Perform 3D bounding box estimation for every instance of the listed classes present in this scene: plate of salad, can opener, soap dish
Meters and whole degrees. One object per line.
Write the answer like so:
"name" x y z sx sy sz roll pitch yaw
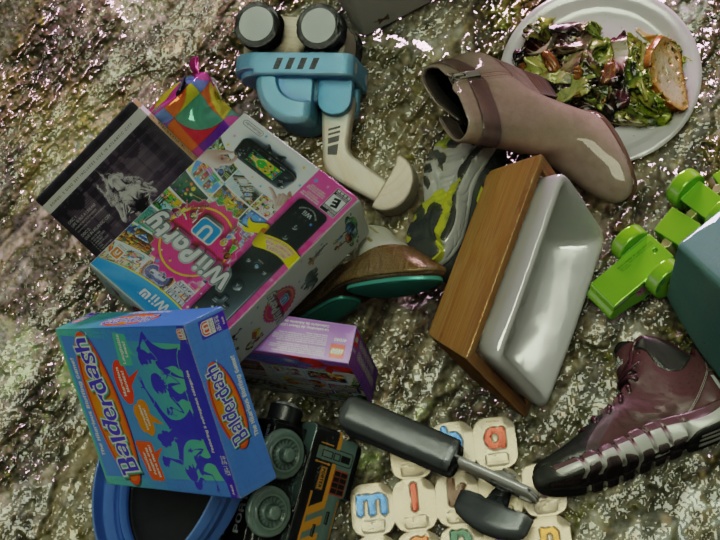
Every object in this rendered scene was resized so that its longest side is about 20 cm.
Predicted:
"plate of salad" 0.237 -0.199 1.455 0.200 0.048 0.200 -3 71 9
"can opener" 0.067 0.182 1.331 0.200 0.053 0.067 21 75 17
"soap dish" 0.143 0.014 1.345 0.081 0.157 0.200 13 73 31

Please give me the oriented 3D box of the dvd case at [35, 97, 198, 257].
"dvd case" -0.191 -0.047 1.404 0.200 0.016 0.149 44 114 -12

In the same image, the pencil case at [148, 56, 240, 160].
"pencil case" -0.122 -0.105 1.418 0.088 0.088 0.200 -43 105 -7

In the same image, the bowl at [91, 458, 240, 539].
"bowl" -0.172 0.181 1.341 0.200 0.039 0.201 -27 51 38

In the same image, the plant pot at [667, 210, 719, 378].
"plant pot" 0.376 0.038 1.291 0.141 0.141 0.200 -37 61 -20

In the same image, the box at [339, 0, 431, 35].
"box" 0.034 -0.385 1.472 0.200 0.199 0.171 -27 69 0

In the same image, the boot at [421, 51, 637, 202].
"boot" 0.149 -0.131 1.365 0.146 0.070 0.200 -5 43 -38

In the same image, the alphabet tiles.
"alphabet tiles" 0.092 0.235 1.344 0.200 0.015 0.196 -8 70 7

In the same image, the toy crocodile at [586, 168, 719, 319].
"toy crocodile" 0.298 -0.029 1.382 0.200 0.062 0.068 -44 56 -4

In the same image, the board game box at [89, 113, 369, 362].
"board game box" -0.115 -0.021 1.305 0.147 0.064 0.200 38 75 23

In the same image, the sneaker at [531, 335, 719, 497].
"sneaker" 0.234 0.126 1.335 0.200 0.076 0.116 -18 63 -8

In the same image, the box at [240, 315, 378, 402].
"box" -0.092 0.076 1.366 0.200 0.137 0.039 8 71 12

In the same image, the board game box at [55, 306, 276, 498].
"board game box" -0.169 0.110 1.242 0.045 0.200 0.152 -26 104 -39

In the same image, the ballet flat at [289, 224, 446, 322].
"ballet flat" 0.000 0.000 1.372 0.200 0.068 0.072 -24 63 47

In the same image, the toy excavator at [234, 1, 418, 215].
"toy excavator" -0.033 -0.158 1.472 0.194 0.100 0.200 3 84 13

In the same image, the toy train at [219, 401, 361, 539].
"toy train" -0.071 0.223 1.328 0.085 0.114 0.200 -4 67 55

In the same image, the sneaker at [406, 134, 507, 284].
"sneaker" 0.103 -0.064 1.423 0.074 0.085 0.200 -9 44 40
